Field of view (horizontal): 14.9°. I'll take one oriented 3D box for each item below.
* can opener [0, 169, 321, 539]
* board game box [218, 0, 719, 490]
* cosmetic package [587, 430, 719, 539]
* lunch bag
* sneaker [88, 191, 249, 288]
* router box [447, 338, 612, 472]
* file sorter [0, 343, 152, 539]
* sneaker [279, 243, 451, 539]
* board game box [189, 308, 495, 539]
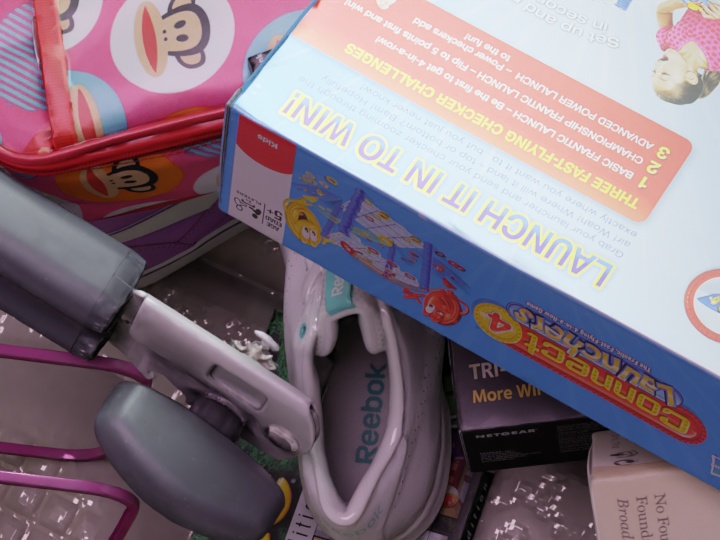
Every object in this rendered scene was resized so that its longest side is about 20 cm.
[{"bbox_3d":[-0.101,0.015,0.953,0.200,0.053,0.067,36,60,0],"label":"can opener"},{"bbox_3d":[0.088,-0.055,0.893,0.199,0.056,0.196,29,58,12],"label":"board game box"},{"bbox_3d":[0.178,0.095,0.893,0.199,0.073,0.104,-9,97,7],"label":"cosmetic package"},{"bbox_3d":[-0.086,-0.122,0.999,0.175,0.082,0.201,-14,69,7],"label":"lunch bag"},{"bbox_3d":[-0.047,-0.069,1.071,0.200,0.114,0.073,-36,64,-2],"label":"sneaker"},{"bbox_3d":[0.126,-0.021,0.969,0.199,0.052,0.158,-7,69,4],"label":"router box"},{"bbox_3d":[-0.149,0.134,0.998,0.125,0.139,0.201,7,70,-10],"label":"file sorter"},{"bbox_3d":[0.000,0.000,1.001,0.075,0.088,0.201,-7,83,11],"label":"sneaker"},{"bbox_3d":[-0.018,0.121,1.044,0.104,0.023,0.201,13,74,21],"label":"board game box"}]
